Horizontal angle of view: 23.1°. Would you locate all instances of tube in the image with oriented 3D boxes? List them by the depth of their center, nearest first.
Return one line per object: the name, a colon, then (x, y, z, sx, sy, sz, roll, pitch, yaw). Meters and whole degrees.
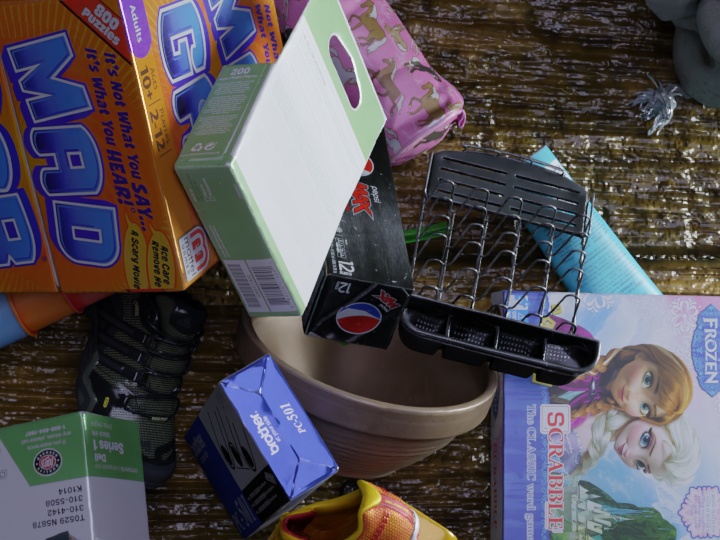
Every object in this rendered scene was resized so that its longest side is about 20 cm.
tube: (0.189, -0.007, 1.436, 0.077, 0.050, 0.201, -35, 89, -9)

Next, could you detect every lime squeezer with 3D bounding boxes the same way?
lime squeezer: (0.000, 0.000, 1.370, 0.070, 0.038, 0.200, 35, 36, 7)

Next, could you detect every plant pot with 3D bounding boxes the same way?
plant pot: (-0.003, 0.092, 1.324, 0.199, 0.201, 0.093, 13, 112, -7)

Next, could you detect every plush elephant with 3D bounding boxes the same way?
plush elephant: (0.317, -0.206, 1.452, 0.165, 0.155, 0.200, 46, 72, 3)

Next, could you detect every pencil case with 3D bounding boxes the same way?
pencil case: (0.002, -0.179, 1.426, 0.083, 0.086, 0.201, -27, 81, -50)

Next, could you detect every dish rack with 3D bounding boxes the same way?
dish rack: (0.110, -0.012, 1.345, 0.152, 0.055, 0.201, 14, 58, -6)

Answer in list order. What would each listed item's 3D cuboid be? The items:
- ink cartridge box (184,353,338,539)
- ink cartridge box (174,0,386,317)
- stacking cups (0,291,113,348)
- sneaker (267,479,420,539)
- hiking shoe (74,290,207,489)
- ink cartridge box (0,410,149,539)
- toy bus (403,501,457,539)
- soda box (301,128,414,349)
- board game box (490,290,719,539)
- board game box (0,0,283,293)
ink cartridge box: (-0.075, 0.131, 1.266, 0.044, 0.200, 0.094, -29, 82, -18)
ink cartridge box: (-0.050, -0.089, 1.217, 0.048, 0.146, 0.201, -1, 46, 24)
stacking cups: (-0.270, 0.030, 1.298, 0.199, 0.061, 0.061, -26, 81, 3)
sneaker: (-0.049, 0.208, 1.276, 0.077, 0.200, 0.073, 39, 27, -29)
hiking shoe: (-0.160, 0.060, 1.312, 0.075, 0.100, 0.201, 4, 71, -44)
ink cartridge box: (-0.228, 0.214, 1.247, 0.145, 0.084, 0.201, -13, 75, 20)
toy bus: (-0.007, 0.273, 1.306, 0.065, 0.078, 0.201, 32, 72, -1)
soda box: (-0.012, -0.036, 1.321, 0.070, 0.064, 0.201, 10, 41, -17)
board game box: (0.202, 0.118, 1.390, 0.198, 0.041, 0.202, 1, 85, -11)
board game box: (-0.181, -0.115, 1.229, 0.199, 0.200, 0.201, -1, 112, 26)
